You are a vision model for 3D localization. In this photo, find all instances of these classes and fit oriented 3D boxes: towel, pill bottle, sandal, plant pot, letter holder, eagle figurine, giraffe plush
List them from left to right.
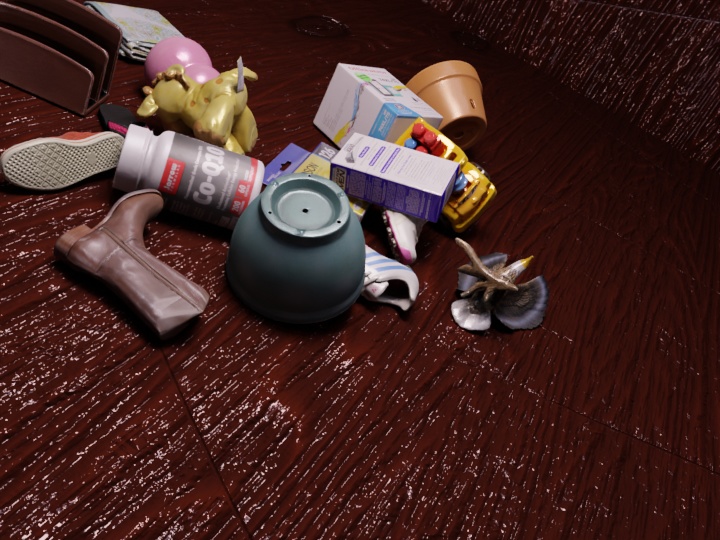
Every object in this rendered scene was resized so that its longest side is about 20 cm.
[{"bbox_3d":[-0.510,-0.369,1.211,0.200,0.142,0.101,24,31,-6],"label":"letter holder"},{"bbox_3d":[-0.376,-0.226,1.197,0.075,0.045,0.200,0,41,-39],"label":"sandal"},{"bbox_3d":[-0.452,-0.486,1.523,0.171,0.048,0.200,-8,46,-48],"label":"towel"},{"bbox_3d":[-0.253,-0.138,1.095,0.200,0.114,0.114,16,33,-18],"label":"pill bottle"},{"bbox_3d":[-0.272,-0.262,1.219,0.162,0.200,0.173,12,25,11],"label":"giraffe plush"},{"bbox_3d":[-0.082,-0.047,1.015,0.200,0.134,0.200,6,49,-7],"label":"plant pot"},{"bbox_3d":[0.204,-0.365,1.724,0.200,0.200,0.140,2,56,-35],"label":"plant pot"},{"bbox_3d":[0.235,0.026,1.249,0.200,0.151,0.152,25,58,-71],"label":"eagle figurine"}]

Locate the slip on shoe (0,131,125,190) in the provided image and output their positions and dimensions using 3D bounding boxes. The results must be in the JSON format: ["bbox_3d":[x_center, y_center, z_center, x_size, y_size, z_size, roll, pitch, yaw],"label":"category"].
[{"bbox_3d":[-0.425,-0.161,1.053,0.061,0.074,0.200,15,26,26],"label":"slip on shoe"}]

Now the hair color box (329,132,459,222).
[{"bbox_3d":[0.058,-0.162,1.278,0.200,0.065,0.109,20,44,12],"label":"hair color box"}]

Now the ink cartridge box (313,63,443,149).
[{"bbox_3d":[0.033,-0.311,1.536,0.147,0.146,0.200,-9,46,-45],"label":"ink cartridge box"}]

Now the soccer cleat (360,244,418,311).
[{"bbox_3d":[0.000,0.000,1.128,0.200,0.070,0.086,21,31,-11],"label":"soccer cleat"}]

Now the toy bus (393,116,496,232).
[{"bbox_3d":[0.145,-0.190,1.379,0.200,0.136,0.192,41,-5,18],"label":"toy bus"}]

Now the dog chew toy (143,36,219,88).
[{"bbox_3d":[-0.302,-0.328,1.340,0.200,0.125,0.124,49,37,18],"label":"dog chew toy"}]

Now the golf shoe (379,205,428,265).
[{"bbox_3d":[0.083,-0.091,1.290,0.091,0.075,0.200,-12,46,1],"label":"golf shoe"}]

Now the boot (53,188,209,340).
[{"bbox_3d":[-0.255,-0.010,0.953,0.200,0.064,0.186,32,44,13],"label":"boot"}]

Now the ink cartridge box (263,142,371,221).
[{"bbox_3d":[-0.065,-0.171,1.356,0.200,0.047,0.198,30,32,-1],"label":"ink cartridge box"}]
